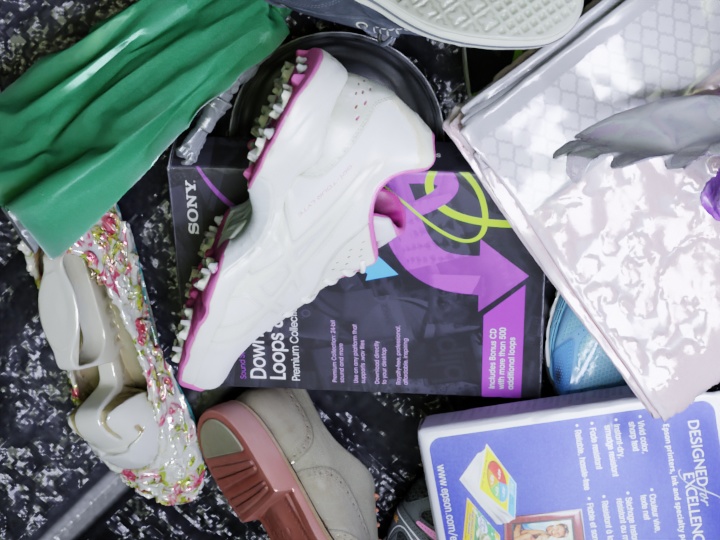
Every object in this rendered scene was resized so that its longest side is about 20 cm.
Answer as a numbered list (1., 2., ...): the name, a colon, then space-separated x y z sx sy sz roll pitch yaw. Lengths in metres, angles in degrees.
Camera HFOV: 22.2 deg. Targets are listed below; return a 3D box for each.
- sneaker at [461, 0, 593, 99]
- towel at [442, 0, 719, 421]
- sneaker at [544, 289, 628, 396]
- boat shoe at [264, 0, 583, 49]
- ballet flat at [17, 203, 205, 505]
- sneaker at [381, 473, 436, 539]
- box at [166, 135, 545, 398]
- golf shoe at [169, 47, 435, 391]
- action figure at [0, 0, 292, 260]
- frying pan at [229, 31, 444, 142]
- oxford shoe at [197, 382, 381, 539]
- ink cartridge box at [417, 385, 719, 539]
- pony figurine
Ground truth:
1. sneaker: 0.086 -0.138 0.926 0.071 0.083 0.202 -5 111 2
2. towel: 0.171 -0.057 0.900 0.199 0.032 0.191 -38 102 1
3. sneaker: 0.171 0.001 0.975 0.078 0.090 0.200 35 106 -13
4. boat shoe: 0.013 -0.150 0.891 0.198 0.062 0.075 13 85 14
5. ballet flat: -0.142 0.051 1.002 0.075 0.064 0.202 -8 111 28
6. sneaker: 0.107 0.172 1.046 0.198 0.080 0.087 15 108 -7
7. box: 0.000 0.000 0.978 0.198 0.036 0.144 2 124 6
8. golf shoe: -0.031 -0.010 0.912 0.091 0.076 0.201 21 123 -12
9. action figure: -0.105 -0.093 0.928 0.200 0.118 0.055 -39 151 -13
10. frying pan: -0.011 -0.107 0.961 0.114 0.031 0.192 2 112 0
11. oxford shoe: -0.008 0.147 1.011 0.201 0.074 0.071 59 144 1
12. ink cartridge box: 0.144 0.161 0.984 0.198 0.047 0.200 -9 100 9
13. pony figurine: 0.210 -0.056 0.828 0.192 0.166 0.202 -29 101 -37
